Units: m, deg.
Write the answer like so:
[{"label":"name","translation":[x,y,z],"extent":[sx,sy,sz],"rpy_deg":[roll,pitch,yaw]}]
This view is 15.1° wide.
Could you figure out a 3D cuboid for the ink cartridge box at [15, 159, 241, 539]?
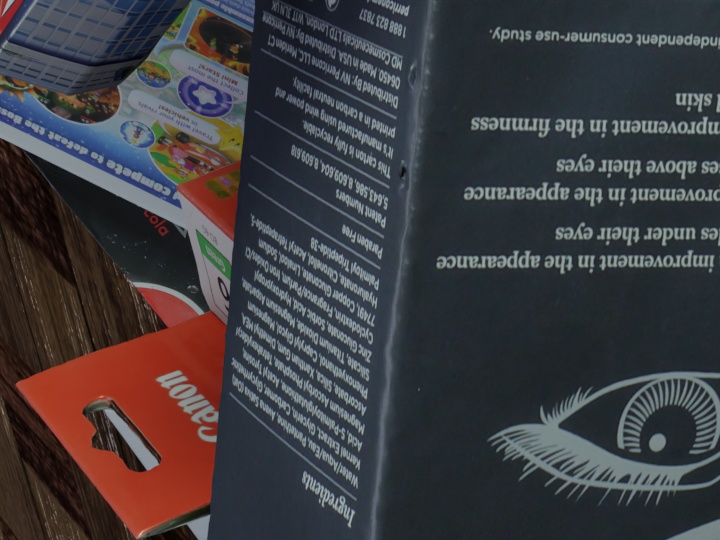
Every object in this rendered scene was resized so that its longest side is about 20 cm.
[{"label":"ink cartridge box","translation":[0.000,0.000,0.810],"extent":[0.109,0.200,0.050],"rpy_deg":[41,148,55]}]

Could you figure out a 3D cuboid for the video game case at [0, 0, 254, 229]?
[{"label":"video game case","translation":[-0.049,-0.088,0.866],"extent":[0.143,0.018,0.200],"rpy_deg":[26,138,-4]}]

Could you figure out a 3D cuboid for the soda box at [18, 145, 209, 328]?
[{"label":"soda box","translation":[-0.044,-0.006,1.010],"extent":[0.200,0.071,0.063],"rpy_deg":[52,-170,-22]}]

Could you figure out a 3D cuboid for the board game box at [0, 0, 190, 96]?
[{"label":"board game box","translation":[-0.030,-0.141,0.650],"extent":[0.200,0.062,0.200],"rpy_deg":[-45,31,50]}]

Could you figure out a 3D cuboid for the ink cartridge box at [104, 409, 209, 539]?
[{"label":"ink cartridge box","translation":[0.020,0.100,0.941],"extent":[0.161,0.050,0.200],"rpy_deg":[-17,111,50]}]

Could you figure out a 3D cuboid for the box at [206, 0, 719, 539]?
[{"label":"box","translation":[0.050,0.015,0.679],"extent":[0.104,0.148,0.200],"rpy_deg":[-146,60,-61]}]
